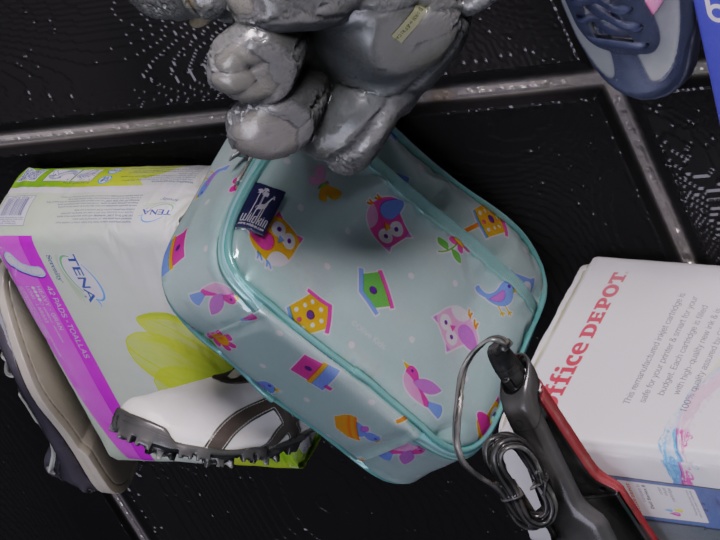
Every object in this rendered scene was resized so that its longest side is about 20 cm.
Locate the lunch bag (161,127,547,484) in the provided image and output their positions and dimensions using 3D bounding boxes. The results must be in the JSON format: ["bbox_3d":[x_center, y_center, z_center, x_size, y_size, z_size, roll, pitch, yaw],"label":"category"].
[{"bbox_3d":[0.000,0.000,1.377,0.200,0.160,0.077,40,145,-19],"label":"lunch bag"}]

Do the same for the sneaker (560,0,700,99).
[{"bbox_3d":[0.102,-0.145,1.190,0.070,0.082,0.200,3,133,31],"label":"sneaker"}]

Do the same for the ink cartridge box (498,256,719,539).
[{"bbox_3d":[0.191,0.073,1.334,0.200,0.145,0.088,6,133,27],"label":"ink cartridge box"}]

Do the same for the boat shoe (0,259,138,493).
[{"bbox_3d":[-0.203,0.067,1.638,0.063,0.073,0.200,3,137,26],"label":"boat shoe"}]

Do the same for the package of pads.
[{"bbox_3d":[-0.113,0.029,1.544,0.154,0.068,0.200,0,131,33],"label":"package of pads"}]

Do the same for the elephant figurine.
[{"bbox_3d":[-0.035,-0.152,1.279,0.155,0.200,0.142,8,121,-23],"label":"elephant figurine"}]

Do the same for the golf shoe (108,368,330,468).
[{"bbox_3d":[-0.046,0.060,1.470,0.078,0.200,0.095,-159,68,-65],"label":"golf shoe"}]

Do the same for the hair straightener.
[{"bbox_3d":[0.097,0.114,1.260,0.041,0.077,0.200,-3,129,37],"label":"hair straightener"}]

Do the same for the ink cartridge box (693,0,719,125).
[{"bbox_3d":[0.258,-0.101,1.193,0.200,0.044,0.094,5,131,29],"label":"ink cartridge box"}]
